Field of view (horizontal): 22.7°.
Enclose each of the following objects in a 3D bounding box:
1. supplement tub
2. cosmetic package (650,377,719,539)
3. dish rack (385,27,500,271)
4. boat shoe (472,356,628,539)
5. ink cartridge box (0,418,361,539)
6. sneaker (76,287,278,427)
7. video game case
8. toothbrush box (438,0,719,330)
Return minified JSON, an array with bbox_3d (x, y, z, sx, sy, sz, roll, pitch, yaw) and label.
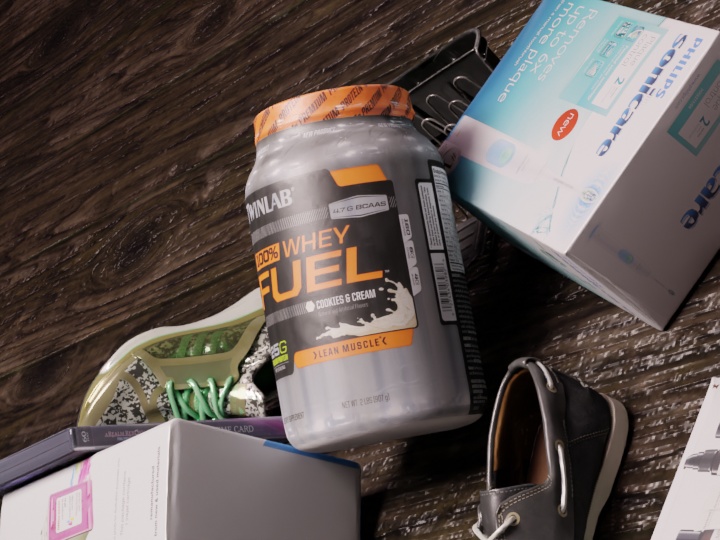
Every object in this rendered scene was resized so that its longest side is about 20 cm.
[{"bbox_3d":[0.000,0.000,1.055,0.122,0.122,0.201,-20,77,49],"label":"supplement tub"},{"bbox_3d":[0.163,0.143,0.786,0.082,0.051,0.201,-10,50,57],"label":"cosmetic package"},{"bbox_3d":[0.036,-0.056,1.235,0.153,0.054,0.201,-32,34,40],"label":"dish rack"},{"bbox_3d":[0.080,0.139,0.913,0.072,0.068,0.201,-21,43,46],"label":"boat shoe"},{"bbox_3d":[-0.115,0.167,1.106,0.200,0.144,0.085,-24,57,46],"label":"ink cartridge box"},{"bbox_3d":[-0.097,0.076,1.214,0.199,0.077,0.089,-28,34,-13],"label":"sneaker"},{"bbox_3d":[-0.142,0.123,1.179,0.143,0.199,0.019,-26,69,45],"label":"video game case"},{"bbox_3d":[0.141,-0.071,1.040,0.147,0.085,0.200,-54,27,1],"label":"toothbrush box"}]
